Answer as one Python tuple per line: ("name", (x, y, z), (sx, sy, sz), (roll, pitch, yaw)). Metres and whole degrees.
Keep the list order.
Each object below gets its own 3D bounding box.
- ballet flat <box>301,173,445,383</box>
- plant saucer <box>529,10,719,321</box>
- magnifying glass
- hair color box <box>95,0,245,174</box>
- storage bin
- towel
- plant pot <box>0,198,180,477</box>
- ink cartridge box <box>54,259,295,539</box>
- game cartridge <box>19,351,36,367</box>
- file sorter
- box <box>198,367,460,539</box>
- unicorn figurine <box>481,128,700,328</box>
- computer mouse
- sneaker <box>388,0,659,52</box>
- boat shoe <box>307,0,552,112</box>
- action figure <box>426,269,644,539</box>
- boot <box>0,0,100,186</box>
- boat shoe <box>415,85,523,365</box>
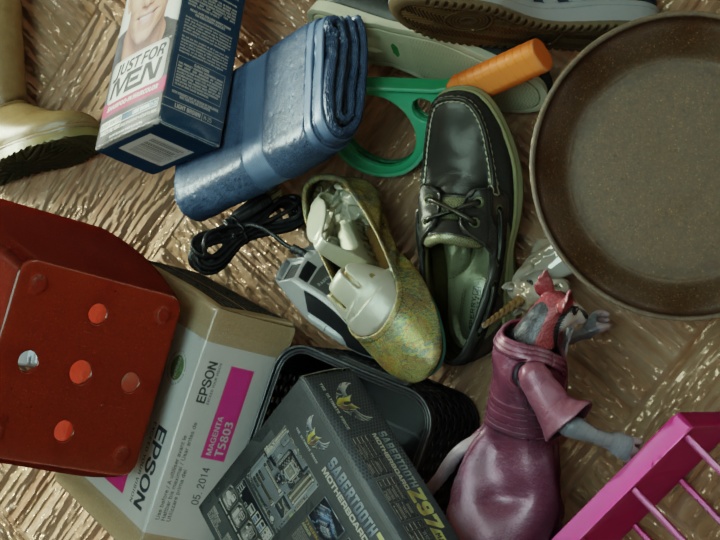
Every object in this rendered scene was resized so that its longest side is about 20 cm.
("ballet flat", (0.000, 0.000, 0.977), (0.071, 0.071, 0.200), (-39, 44, 18))
("plant saucer", (0.211, -0.067, 0.892), (0.200, 0.037, 0.201), (0, 89, 7))
("magnifying glass", (0.054, -0.123, 1.000), (0.200, 0.022, 0.080), (-21, 114, 39))
("hair color box", (-0.146, -0.187, 1.087), (0.100, 0.060, 0.201), (-15, 61, 48))
("storage bin", (-0.012, 0.167, 1.005), (0.135, 0.094, 0.201), (20, 94, 27))
("towel", (-0.069, -0.112, 1.044), (0.200, 0.048, 0.112), (-22, 57, 45))
("plant pot", (-0.247, 0.056, 0.992), (0.176, 0.200, 0.201), (15, 88, 48))
("ink cartridge box", (-0.149, 0.106, 1.059), (0.165, 0.075, 0.201), (23, 95, 54))
("game cartridge", (-0.347, 0.017, 1.225), (0.199, 0.040, 0.134), (1, 81, 27))
("file sorter", (0.193, 0.204, 0.870), (0.200, 0.139, 0.125), (-49, 68, 14))
("box", (-0.012, 0.189, 0.889), (0.200, 0.051, 0.158), (56, 129, 25))
("unicorn figurine", (0.172, -0.043, 0.954), (0.137, 0.074, 0.201), (-2, 67, 27))
("computer mouse", (-0.027, 0.015, 1.040), (0.200, 0.110, 0.044), (36, 137, 19))
("sneaker", (0.115, -0.217, 0.955), (0.199, 0.070, 0.109), (3, 80, -16))
("boat shoe", (0.059, -0.179, 1.023), (0.200, 0.072, 0.068), (26, 68, 21))
("action figure", (0.105, 0.092, 0.910), (0.148, 0.134, 0.201), (2, 111, -2))
("boot", (-0.311, -0.187, 1.213), (0.175, 0.066, 0.201), (-12, 78, 25))
("boat shoe", (0.074, -0.028, 0.968), (0.072, 0.066, 0.202), (3, 106, 25))
